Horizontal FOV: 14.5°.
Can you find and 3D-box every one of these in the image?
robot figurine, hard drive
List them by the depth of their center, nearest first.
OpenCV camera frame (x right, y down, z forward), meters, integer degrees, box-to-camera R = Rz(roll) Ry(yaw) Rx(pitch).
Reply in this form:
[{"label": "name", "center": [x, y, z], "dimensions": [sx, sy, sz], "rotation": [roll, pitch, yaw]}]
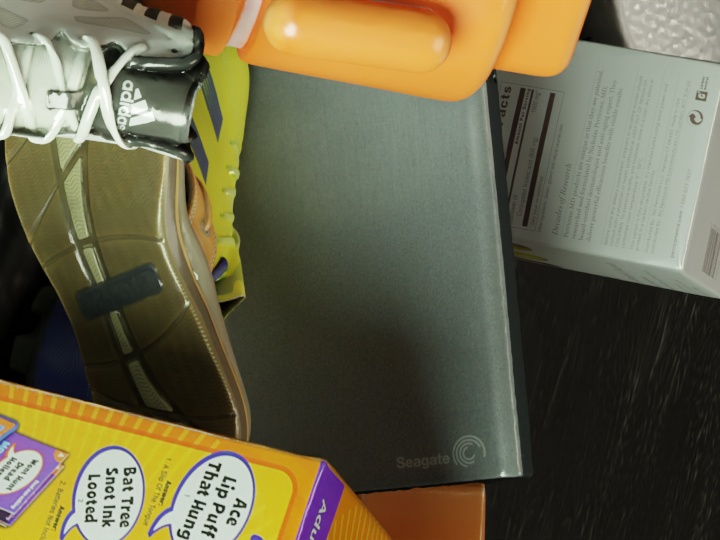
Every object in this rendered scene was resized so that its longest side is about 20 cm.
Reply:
[{"label": "robot figurine", "center": [-0.007, -0.133, 1.129], "dimensions": [0.117, 0.199, 0.144], "rotation": [132, -34, -69]}, {"label": "hard drive", "center": [0.000, 0.000, 1.269], "dimensions": [0.033, 0.139, 0.201], "rotation": [8, 75, -71]}]

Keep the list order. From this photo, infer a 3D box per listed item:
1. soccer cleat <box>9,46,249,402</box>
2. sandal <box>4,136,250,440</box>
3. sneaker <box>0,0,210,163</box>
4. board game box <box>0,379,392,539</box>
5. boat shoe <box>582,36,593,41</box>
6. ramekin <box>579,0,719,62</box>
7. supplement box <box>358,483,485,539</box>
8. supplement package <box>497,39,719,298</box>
[{"label": "soccer cleat", "center": [-0.077, -0.013, 1.209], "dimensions": [0.065, 0.083, 0.201], "rotation": [71, 36, -55]}, {"label": "sandal", "center": [-0.086, -0.011, 1.131], "dimensions": [0.054, 0.080, 0.201], "rotation": [-21, 95, -63]}, {"label": "sneaker", "center": [-0.121, -0.075, 1.004], "dimensions": [0.200, 0.115, 0.076], "rotation": [-27, 127, -63]}, {"label": "board game box", "center": [-0.108, 0.169, 1.056], "dimensions": [0.200, 0.199, 0.201], "rotation": [56, 50, -64]}, {"label": "boat shoe", "center": [0.105, -0.113, 1.638], "dimensions": [0.200, 0.066, 0.075], "rotation": [97, 17, -49]}, {"label": "ramekin", "center": [0.206, -0.160, 1.697], "dimensions": [0.200, 0.098, 0.201], "rotation": [4, 81, -29]}, {"label": "supplement box", "center": [0.027, 0.108, 1.497], "dimensions": [0.200, 0.066, 0.069], "rotation": [-98, -171, -75]}, {"label": "supplement package", "center": [0.096, -0.062, 1.489], "dimensions": [0.114, 0.199, 0.110], "rotation": [23, 79, -69]}]
